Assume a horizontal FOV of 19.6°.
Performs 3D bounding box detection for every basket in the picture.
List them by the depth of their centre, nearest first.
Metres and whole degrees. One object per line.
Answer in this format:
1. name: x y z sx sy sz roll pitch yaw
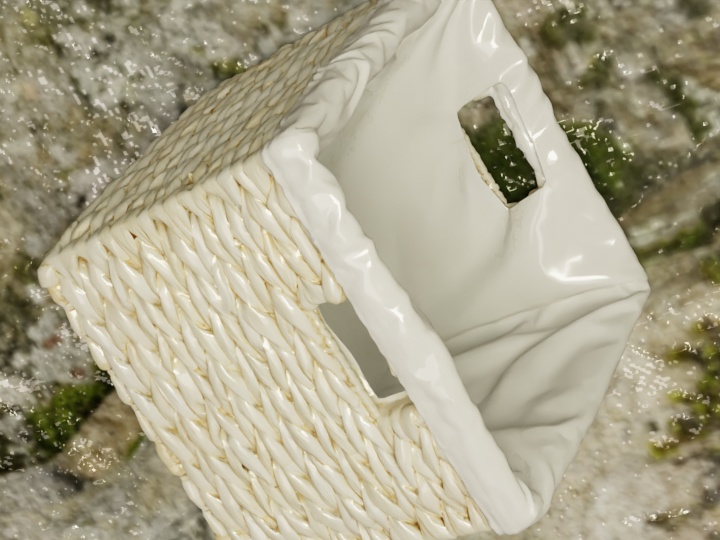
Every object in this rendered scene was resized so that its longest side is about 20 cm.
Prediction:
1. basket: 0.000 0.000 0.924 0.161 0.200 0.198 -20 110 34
